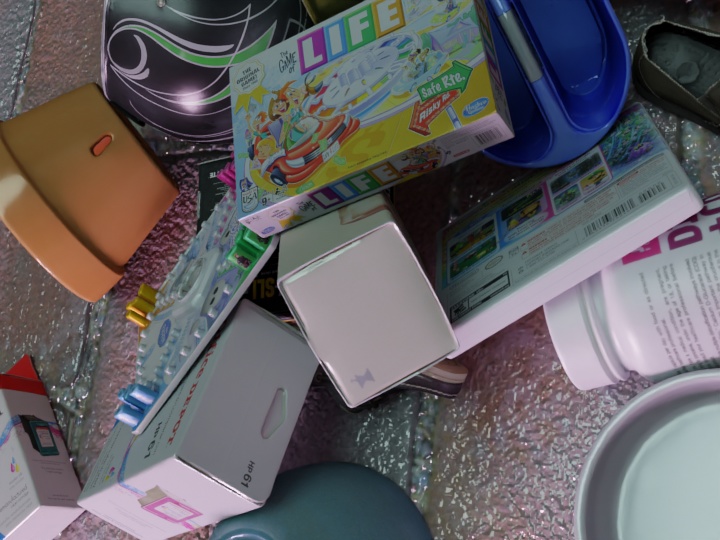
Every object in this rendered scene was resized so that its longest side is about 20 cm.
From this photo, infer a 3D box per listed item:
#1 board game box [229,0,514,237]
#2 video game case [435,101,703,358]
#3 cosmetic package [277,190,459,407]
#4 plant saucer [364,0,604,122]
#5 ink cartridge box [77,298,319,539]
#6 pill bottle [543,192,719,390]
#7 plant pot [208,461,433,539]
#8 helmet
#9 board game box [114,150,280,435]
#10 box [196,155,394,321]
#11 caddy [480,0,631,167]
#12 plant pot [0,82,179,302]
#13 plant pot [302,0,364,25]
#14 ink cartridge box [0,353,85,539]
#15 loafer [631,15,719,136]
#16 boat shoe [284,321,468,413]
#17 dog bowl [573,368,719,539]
[{"bbox_3d":[0.000,-0.119,0.650,0.198,0.034,0.136,-20,60,23],"label":"board game box"},{"bbox_3d":[0.141,-0.036,0.689,0.199,0.024,0.183,-34,19,20],"label":"video game case"},{"bbox_3d":[0.000,0.000,0.672,0.086,0.200,0.104,-27,108,5],"label":"cosmetic package"},{"bbox_3d":[0.103,-0.222,0.766,0.197,0.035,0.203,3,114,6],"label":"plant saucer"},{"bbox_3d":[-0.135,0.129,0.766,0.199,0.084,0.146,-30,32,46],"label":"ink cartridge box"},{"bbox_3d":[0.233,0.011,0.637,0.198,0.113,0.115,-20,68,24],"label":"pill bottle"},{"bbox_3d":[-0.052,0.250,0.727,0.197,0.134,0.204,-8,73,27],"label":"plant pot"},{"bbox_3d":[-0.134,-0.220,0.869,0.188,0.200,0.203,10,79,-7],"label":"helmet"},{"bbox_3d":[-0.144,0.008,0.790,0.201,0.026,0.200,-53,23,14],"label":"board game box"},{"bbox_3d":[-0.064,-0.036,0.862,0.197,0.049,0.162,-9,75,28],"label":"box"},{"bbox_3d":[0.119,-0.178,0.706,0.140,0.105,0.201,-27,107,16],"label":"caddy"},{"bbox_3d":[-0.275,-0.090,0.928,0.139,0.200,0.201,-37,60,-3],"label":"plant pot"},{"bbox_3d":[0.031,-0.333,0.823,0.187,0.200,0.203,-14,70,12],"label":"plant pot"},{"bbox_3d":[-0.375,0.193,0.970,0.116,0.067,0.201,-41,60,15],"label":"ink cartridge box"},{"bbox_3d":[0.280,-0.128,0.671,0.199,0.071,0.074,28,91,33],"label":"loafer"},{"bbox_3d":[0.000,0.088,0.782,0.198,0.072,0.066,9,87,35],"label":"boat shoe"},{"bbox_3d":[0.246,0.170,0.607,0.197,0.079,0.203,-8,73,29],"label":"dog bowl"}]
